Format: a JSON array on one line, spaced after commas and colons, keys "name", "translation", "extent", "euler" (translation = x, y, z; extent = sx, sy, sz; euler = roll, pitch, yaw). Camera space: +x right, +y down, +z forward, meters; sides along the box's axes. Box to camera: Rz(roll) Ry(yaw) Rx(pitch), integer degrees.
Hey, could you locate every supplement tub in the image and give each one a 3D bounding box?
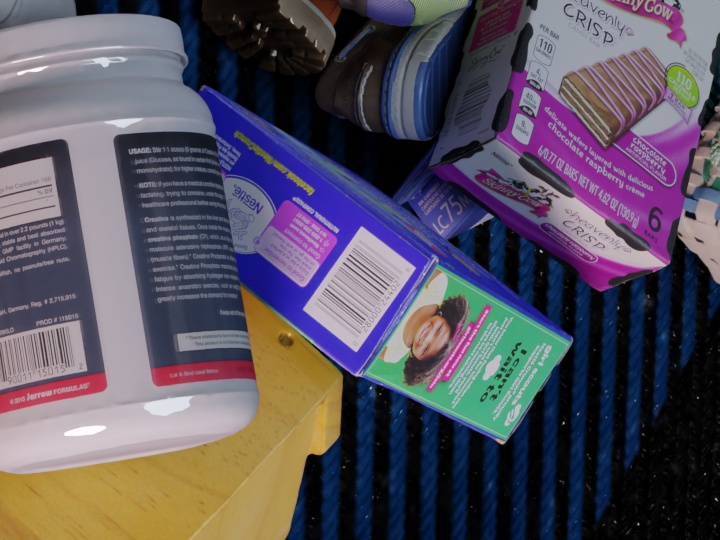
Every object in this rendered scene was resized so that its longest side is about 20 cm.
[{"name": "supplement tub", "translation": [-0.130, -0.011, 1.333], "extent": [0.140, 0.140, 0.200], "euler": [-2, 80, -48]}]

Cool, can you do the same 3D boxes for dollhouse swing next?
[{"name": "dollhouse swing", "translation": [-0.130, 0.117, 1.478], "extent": [0.182, 0.176, 0.200], "euler": [42, 60, 1]}]

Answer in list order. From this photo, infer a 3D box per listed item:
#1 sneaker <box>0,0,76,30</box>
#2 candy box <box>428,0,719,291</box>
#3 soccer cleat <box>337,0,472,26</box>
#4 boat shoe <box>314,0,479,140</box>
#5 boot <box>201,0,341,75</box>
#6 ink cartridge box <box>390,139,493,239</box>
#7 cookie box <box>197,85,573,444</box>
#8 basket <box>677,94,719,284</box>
[{"name": "sneaker", "translation": [-0.153, -0.171, 1.303], "extent": [0.200, 0.099, 0.078], "euler": [71, 11, -58]}, {"name": "candy box", "translation": [0.126, -0.110, 1.544], "extent": [0.136, 0.061, 0.200], "euler": [34, 55, -27]}, {"name": "soccer cleat", "translation": [0.039, -0.175, 1.510], "extent": [0.200, 0.084, 0.065], "euler": [-69, 165, -68]}, {"name": "boat shoe", "translation": [0.028, -0.131, 1.561], "extent": [0.200, 0.072, 0.072], "euler": [-48, 144, -65]}, {"name": "boot", "translation": [-0.068, -0.199, 1.454], "extent": [0.200, 0.075, 0.107], "euler": [46, 57, -48]}, {"name": "ink cartridge box", "translation": [0.108, -0.080, 1.641], "extent": [0.200, 0.119, 0.042], "euler": [-23, 73, -41]}, {"name": "cookie box", "translation": [0.000, 0.000, 1.456], "extent": [0.075, 0.171, 0.200], "euler": [-55, 152, 4]}, {"name": "basket", "translation": [0.315, -0.070, 1.826], "extent": [0.200, 0.176, 0.139], "euler": [-46, 127, -17]}]
